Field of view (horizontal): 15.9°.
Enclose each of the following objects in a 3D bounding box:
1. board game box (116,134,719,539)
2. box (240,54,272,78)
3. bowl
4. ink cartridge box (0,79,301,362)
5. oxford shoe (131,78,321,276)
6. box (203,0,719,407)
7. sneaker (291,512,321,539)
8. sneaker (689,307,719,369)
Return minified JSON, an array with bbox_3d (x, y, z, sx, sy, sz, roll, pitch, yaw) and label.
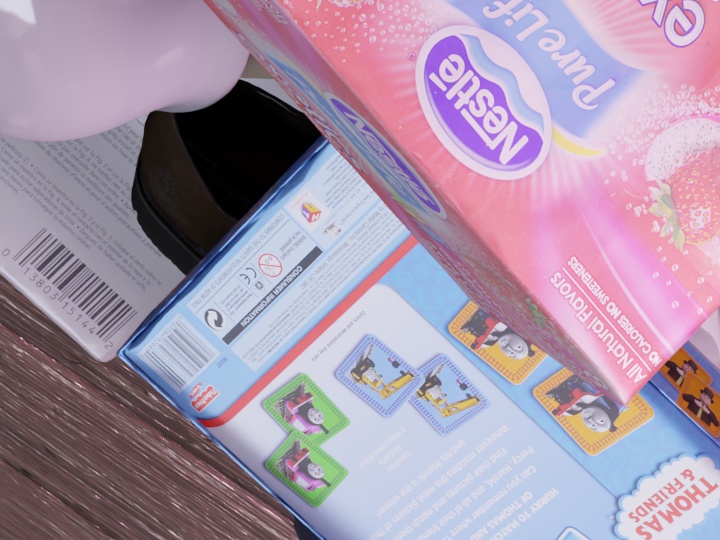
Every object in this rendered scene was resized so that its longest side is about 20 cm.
[{"bbox_3d":[0.035,0.048,0.880,0.200,0.037,0.151,43,127,-5],"label":"board game box"},{"bbox_3d":[-0.050,-0.125,0.901,0.078,0.095,0.199,47,160,-28],"label":"box"},{"bbox_3d":[-0.132,-0.115,0.825,0.201,0.090,0.202,38,151,25],"label":"bowl"},{"bbox_3d":[-0.122,-0.085,1.102,0.200,0.176,0.045,43,-158,-15],"label":"ink cartridge box"},{"bbox_3d":[0.000,0.000,0.923,0.199,0.073,0.085,33,152,10],"label":"oxford shoe"},{"bbox_3d":[0.028,-0.073,0.683,0.200,0.103,0.095,48,174,-31],"label":"box"},{"bbox_3d":[0.017,0.038,0.984,0.081,0.201,0.070,-12,148,19],"label":"sneaker"},{"bbox_3d":[0.070,-0.038,0.901,0.146,0.081,0.200,25,164,21],"label":"sneaker"}]
